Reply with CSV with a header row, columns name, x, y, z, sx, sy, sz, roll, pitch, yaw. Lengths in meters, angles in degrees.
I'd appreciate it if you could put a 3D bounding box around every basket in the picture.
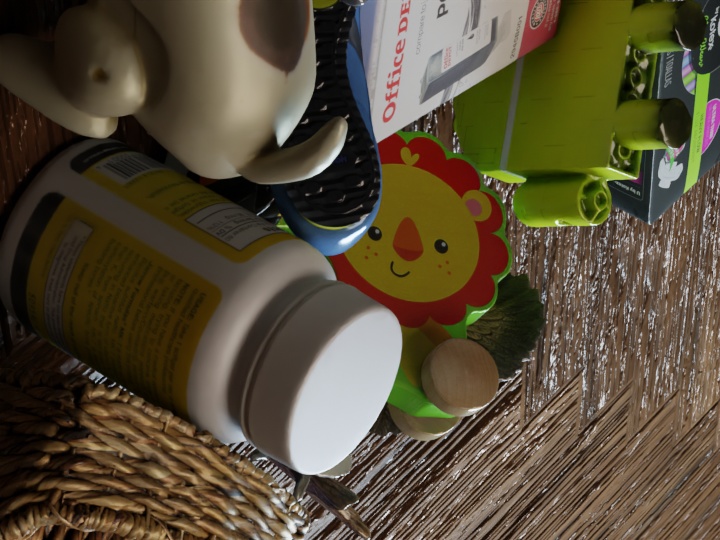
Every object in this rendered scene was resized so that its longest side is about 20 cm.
name,x,y,z,sx,sy,sz,roll,pitch,yaw
basket,-0.130,0.156,1.212,0.200,0.142,0.150,38,63,-43

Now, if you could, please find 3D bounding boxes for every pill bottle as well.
name,x,y,z,sx,sy,sz,roll,pitch,yaw
pill bottle,-0.084,0.020,1.230,0.114,0.199,0.115,-40,146,-35

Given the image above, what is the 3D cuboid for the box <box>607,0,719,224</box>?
name,x,y,z,sx,sy,sz,roll,pitch,yaw
box,0.197,-0.165,1.611,0.148,0.124,0.201,-41,145,-32

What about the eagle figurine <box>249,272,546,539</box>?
name,x,y,z,sx,sy,sz,roll,pitch,yaw
eagle figurine,0.003,0.046,1.494,0.200,0.151,0.152,-50,142,3

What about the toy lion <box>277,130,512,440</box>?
name,x,y,z,sx,sy,sz,roll,pitch,yaw
toy lion,0.000,0.000,1.423,0.198,0.193,0.069,5,157,-23

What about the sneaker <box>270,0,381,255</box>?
name,x,y,z,sx,sy,sz,roll,pitch,yaw
sneaker,-0.029,-0.107,1.257,0.078,0.065,0.202,119,-35,-75

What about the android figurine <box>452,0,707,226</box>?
name,x,y,z,sx,sy,sz,roll,pitch,yaw
android figurine,0.130,-0.117,1.473,0.041,0.199,0.184,16,79,-39

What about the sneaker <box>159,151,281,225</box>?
name,x,y,z,sx,sy,sz,roll,pitch,yaw
sneaker,-0.058,-0.073,1.306,0.070,0.090,0.201,-14,127,-54

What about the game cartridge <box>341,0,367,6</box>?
name,x,y,z,sx,sy,sz,roll,pitch,yaw
game cartridge,-0.010,-0.254,1.197,0.133,0.041,0.201,-45,122,-21

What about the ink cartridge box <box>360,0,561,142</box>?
name,x,y,z,sx,sy,sz,roll,pitch,yaw
ink cartridge box,0.038,-0.179,1.377,0.200,0.085,0.147,-31,141,-40

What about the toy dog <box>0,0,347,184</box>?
name,x,y,z,sx,sy,sz,roll,pitch,yaw
toy dog,-0.072,-0.155,1.111,0.139,0.194,0.201,-10,132,-41
